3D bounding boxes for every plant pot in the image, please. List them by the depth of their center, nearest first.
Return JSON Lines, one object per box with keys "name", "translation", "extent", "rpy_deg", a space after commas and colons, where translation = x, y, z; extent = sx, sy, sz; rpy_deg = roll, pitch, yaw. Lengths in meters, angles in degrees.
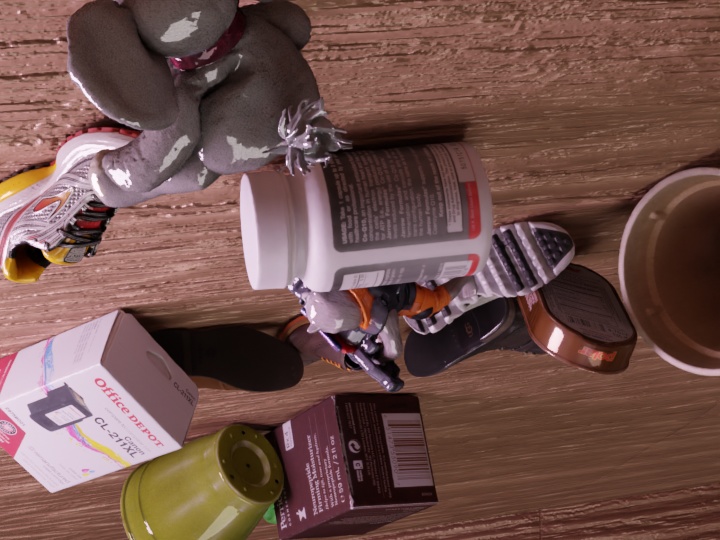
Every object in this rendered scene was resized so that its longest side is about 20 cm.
{"name": "plant pot", "translation": [0.396, -0.007, 1.325], "extent": [0.182, 0.203, 0.199], "rpy_deg": [-7, 164, -45]}
{"name": "plant pot", "translation": [-0.217, 0.327, 1.916], "extent": [0.199, 0.202, 0.192], "rpy_deg": [11, 139, -46]}

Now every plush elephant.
{"name": "plush elephant", "translation": [-0.101, -0.135, 0.765], "extent": [0.165, 0.156, 0.199], "rpy_deg": [-44, -150, -20]}

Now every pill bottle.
{"name": "pill bottle", "translation": [0.002, -0.043, 1.093], "extent": [0.197, 0.116, 0.114], "rpy_deg": [-6, 160, -12]}

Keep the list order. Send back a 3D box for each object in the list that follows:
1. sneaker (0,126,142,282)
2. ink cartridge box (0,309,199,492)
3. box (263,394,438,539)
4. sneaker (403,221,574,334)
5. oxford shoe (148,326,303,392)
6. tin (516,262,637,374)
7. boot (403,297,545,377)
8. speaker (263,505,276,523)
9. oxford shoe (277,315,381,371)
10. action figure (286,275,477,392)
{"name": "sneaker", "translation": [-0.213, -0.049, 1.014], "extent": [0.199, 0.083, 0.077], "rpy_deg": [-26, 155, 35]}
{"name": "ink cartridge box", "translation": [-0.298, 0.144, 1.410], "extent": [0.198, 0.083, 0.146], "rpy_deg": [-21, 124, 28]}
{"name": "box", "translation": [-0.017, 0.292, 1.918], "extent": [0.162, 0.168, 0.199], "rpy_deg": [4, 155, -37]}
{"name": "sneaker", "translation": [0.136, 0.001, 1.369], "extent": [0.198, 0.076, 0.081], "rpy_deg": [-23, 177, 26]}
{"name": "oxford shoe", "translation": [-0.164, 0.105, 1.488], "extent": [0.197, 0.072, 0.071], "rpy_deg": [7, 161, -13]}
{"name": "tin", "translation": [0.227, 0.043, 1.367], "extent": [0.110, 0.201, 0.042], "rpy_deg": [18, 113, -12]}
{"name": "boot", "translation": [0.171, 0.087, 1.602], "extent": [0.199, 0.070, 0.173], "rpy_deg": [-29, 153, 37]}
{"name": "speaker", "translation": [-0.077, 0.404, 2.319], "extent": [0.197, 0.090, 0.088], "rpy_deg": [0, 158, -28]}
{"name": "oxford shoe", "translation": [-0.031, 0.084, 1.483], "extent": [0.071, 0.074, 0.199], "rpy_deg": [5, 155, -38]}
{"name": "action figure", "translation": [0.000, 0.000, 1.187], "extent": [0.193, 0.200, 0.105], "rpy_deg": [-35, 163, -54]}
